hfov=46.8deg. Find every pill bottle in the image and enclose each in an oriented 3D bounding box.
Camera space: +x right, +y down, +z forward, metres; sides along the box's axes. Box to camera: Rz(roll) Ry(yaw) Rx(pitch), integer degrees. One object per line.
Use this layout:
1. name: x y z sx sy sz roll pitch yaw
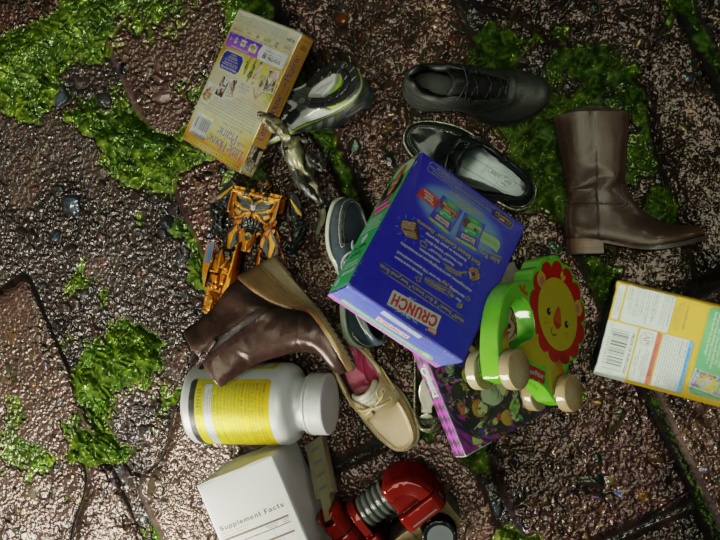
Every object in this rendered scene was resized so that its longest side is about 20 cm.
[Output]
1. pill bottle: -0.135 0.181 1.136 0.198 0.111 0.113 -2 92 17

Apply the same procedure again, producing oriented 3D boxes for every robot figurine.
1. robot figurine: -0.154 -0.030 1.166 0.143 0.058 0.202 12 94 7

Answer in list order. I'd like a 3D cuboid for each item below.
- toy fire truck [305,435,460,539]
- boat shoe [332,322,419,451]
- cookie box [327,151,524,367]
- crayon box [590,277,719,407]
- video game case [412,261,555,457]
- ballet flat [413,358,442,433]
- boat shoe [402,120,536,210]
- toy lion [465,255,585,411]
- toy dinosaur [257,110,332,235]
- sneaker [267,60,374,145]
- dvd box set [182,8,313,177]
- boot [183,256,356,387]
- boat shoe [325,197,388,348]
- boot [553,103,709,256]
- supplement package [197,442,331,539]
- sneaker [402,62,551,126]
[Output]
1. toy fire truck: 0.014 0.309 1.131 0.176 0.129 0.200 -39 95 9
2. boat shoe: 0.009 0.165 1.139 0.073 0.069 0.201 -36 86 10
3. cookie box: 0.083 -0.012 1.018 0.170 0.075 0.201 34 67 -11
4. crayon box: 0.411 0.096 1.073 0.198 0.052 0.127 14 95 10
5. video game case: 0.162 0.111 1.082 0.180 0.036 0.202 -21 88 -23
6. ballet flat: 0.099 0.120 1.118 0.067 0.075 0.202 3 93 16
7. boat shoe: 0.143 -0.142 1.104 0.199 0.066 0.075 35 98 7
8. toy lion: 0.218 0.069 1.033 0.068 0.199 0.194 -8 67 42
9. toy dinosaur: -0.069 -0.125 1.097 0.047 0.088 0.201 -34 121 -19
10. sneaker: -0.067 -0.213 1.137 0.198 0.081 0.075 -15 69 30
11. dvd box set: -0.157 -0.245 1.140 0.146 0.029 0.202 30 98 39
12. boot: -0.119 0.099 1.093 0.166 0.072 0.200 -42 72 -1
13. boat shoe: 0.000 0.000 1.084 0.062 0.074 0.202 -13 79 54
14. boot: 0.348 -0.124 1.075 0.184 0.064 0.202 -3 87 8
15. supplement package: -0.117 0.351 1.143 0.119 0.121 0.202 -23 88 10
16. sneaker: 0.149 -0.234 1.088 0.198 0.091 0.077 4 91 9
